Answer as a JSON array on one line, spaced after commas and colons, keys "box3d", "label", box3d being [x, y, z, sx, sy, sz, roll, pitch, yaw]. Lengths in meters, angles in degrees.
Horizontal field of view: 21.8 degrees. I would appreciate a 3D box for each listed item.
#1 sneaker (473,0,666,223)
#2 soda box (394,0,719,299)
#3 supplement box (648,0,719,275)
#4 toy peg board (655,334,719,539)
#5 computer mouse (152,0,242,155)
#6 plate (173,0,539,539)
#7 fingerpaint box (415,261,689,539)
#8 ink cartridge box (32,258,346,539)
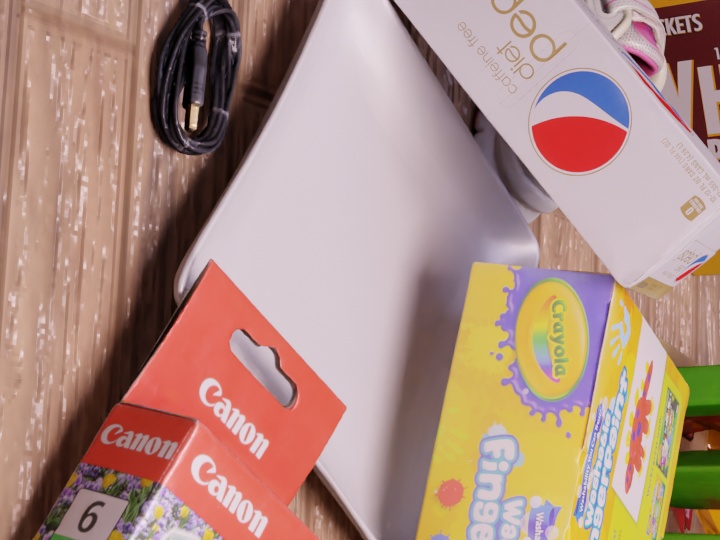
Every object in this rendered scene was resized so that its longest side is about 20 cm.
[{"box3d": [0.118, -0.124, 0.953, 0.081, 0.088, 0.202, 21, 70, -51], "label": "sneaker"}, {"box3d": [0.088, -0.084, 0.832, 0.201, 0.064, 0.068, 53, 14, 17], "label": "soda box"}, {"box3d": [0.259, -0.137, 1.110, 0.197, 0.132, 0.201, -50, 125, -43], "label": "supplement box"}, {"box3d": [0.213, 0.152, 1.046, 0.199, 0.097, 0.202, 31, 63, -48], "label": "toy peg board"}, {"box3d": [-0.061, -0.147, 0.758, 0.058, 0.034, 0.202, 4, 83, -54], "label": "computer mouse"}, {"box3d": [0.000, 0.000, 0.826, 0.200, 0.032, 0.201, 53, 47, -35], "label": "plate"}, {"box3d": [0.086, 0.120, 0.860, 0.167, 0.073, 0.202, 44, 55, -61], "label": "fingerpaint box"}, {"box3d": [-0.061, 0.109, 0.689, 0.109, 0.050, 0.201, 49, 61, -39], "label": "ink cartridge box"}]
